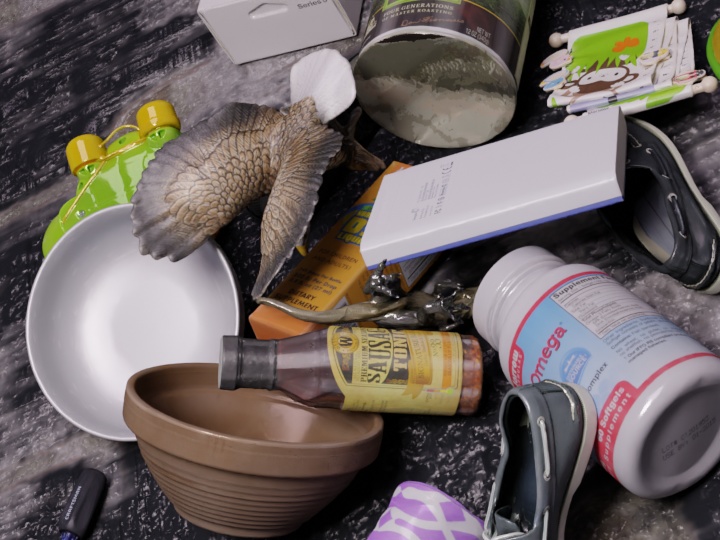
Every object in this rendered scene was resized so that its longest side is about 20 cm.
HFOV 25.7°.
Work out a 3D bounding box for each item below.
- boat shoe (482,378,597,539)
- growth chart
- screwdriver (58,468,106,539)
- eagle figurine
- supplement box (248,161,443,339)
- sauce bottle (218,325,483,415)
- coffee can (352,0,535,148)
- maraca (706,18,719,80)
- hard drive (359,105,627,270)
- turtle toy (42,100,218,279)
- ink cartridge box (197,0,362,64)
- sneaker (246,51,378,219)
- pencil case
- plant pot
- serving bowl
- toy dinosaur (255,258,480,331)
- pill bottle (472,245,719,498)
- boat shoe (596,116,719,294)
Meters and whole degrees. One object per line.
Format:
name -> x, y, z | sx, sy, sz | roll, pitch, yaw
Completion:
boat shoe -> 0.101, 0.170, 1.054 | 0.073, 0.061, 0.202 | 20, 98, 49
growth chart -> 0.218, -0.172, 1.320 | 0.143, 0.018, 0.201 | -17, 28, 14
screwdriver -> -0.254, 0.250, 1.281 | 0.029, 0.028, 0.201 | 19, 58, 8
eagle figurine -> -0.069, -0.073, 1.283 | 0.151, 0.152, 0.199 | -34, -2, 44
supplement box -> 0.000, 0.000, 1.291 | 0.066, 0.069, 0.200 | 16, 52, 39
sauce bottle -> -0.008, 0.075, 1.189 | 0.197, 0.066, 0.066 | 2, 47, -9
coffee can -> 0.083, -0.232, 1.396 | 0.145, 0.147, 0.202 | -6, 52, 27
maraca -> 0.359, -0.164, 1.201 | 0.199, 0.107, 0.137 | 28, 64, 38
hard drive -> 0.104, -0.064, 1.202 | 0.198, 0.026, 0.132 | -15, 25, 18
turtle toy -> -0.211, -0.055, 1.457 | 0.198, 0.101, 0.147 | -23, 71, 11
ink cartridge box -> -0.070, -0.320, 1.607 | 0.144, 0.084, 0.202 | -10, 49, 25
sneaker -> -0.054, -0.137, 1.450 | 0.114, 0.076, 0.200 | 27, 76, 36
pencil case -> 0.016, 0.241, 1.091 | 0.201, 0.084, 0.085 | -57, 13, -23
plant pot -> -0.085, 0.141, 1.196 | 0.200, 0.200, 0.094 | 19, 105, 40
serving bowl -> -0.185, 0.046, 1.352 | 0.198, 0.066, 0.203 | -2, 82, 16
toy dinosaur -> 0.028, 0.024, 1.198 | 0.088, 0.198, 0.048 | 152, 117, -63
pill bottle -> 0.169, 0.065, 1.123 | 0.109, 0.109, 0.200 | -42, 44, -7
boat shoe -> 0.211, -0.057, 1.215 | 0.075, 0.065, 0.200 | -60, 39, 34
